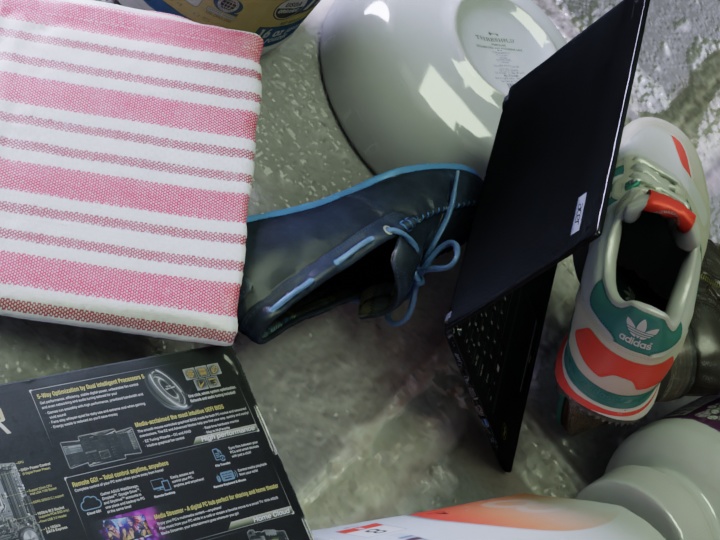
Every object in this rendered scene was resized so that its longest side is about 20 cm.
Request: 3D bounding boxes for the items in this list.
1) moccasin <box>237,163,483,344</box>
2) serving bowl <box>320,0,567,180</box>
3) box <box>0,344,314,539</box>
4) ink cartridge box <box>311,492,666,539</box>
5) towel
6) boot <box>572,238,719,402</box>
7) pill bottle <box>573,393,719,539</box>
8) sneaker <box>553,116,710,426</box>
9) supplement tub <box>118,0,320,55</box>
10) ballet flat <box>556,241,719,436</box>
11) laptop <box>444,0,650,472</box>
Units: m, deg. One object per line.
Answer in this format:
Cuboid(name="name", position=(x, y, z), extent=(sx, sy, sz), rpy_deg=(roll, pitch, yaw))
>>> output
Cuboid(name="moccasin", position=(0.000, 0.000, 0.940), extent=(0.199, 0.081, 0.068), rpy_deg=(-21, 58, -33))
Cuboid(name="serving bowl", position=(0.074, -0.120, 1.086), extent=(0.199, 0.066, 0.201), rpy_deg=(20, 51, -27))
Cuboid(name="box", position=(-0.115, 0.125, 0.780), extent=(0.199, 0.044, 0.161), rpy_deg=(-10, 67, -42))
Cuboid(name="ink cartridge box", position=(0.089, 0.142, 0.821), extent=(0.161, 0.199, 0.051), rpy_deg=(-3, 88, -39))
Cuboid(name="towel", position=(-0.126, -0.054, 0.879), extent=(0.145, 0.030, 0.201), rpy_deg=(9, 56, -9))
Cuboid(name="boot", position=(0.223, 0.009, 1.005), extent=(0.173, 0.069, 0.201), rpy_deg=(3, 51, -18))
Cuboid(name="pill bottle", position=(0.207, 0.128, 0.982), extent=(0.199, 0.112, 0.113), rpy_deg=(-19, 73, -44))
Cuboid(name="sneaker", position=(0.155, -0.020, 0.899), extent=(0.070, 0.094, 0.201), rpy_deg=(21, 51, 0))
Cuboid(name="supplement tub", position=(-0.050, -0.227, 0.964), extent=(0.144, 0.200, 0.146), rpy_deg=(20, 51, -26))
Cuboid(name="ballet flat", position=(0.181, 0.035, 1.048), extent=(0.067, 0.068, 0.200), rpy_deg=(16, 41, 20))
Cuboid(name="laptop", position=(0.114, -0.018, 0.938), extent=(0.201, 0.103, 0.178), rpy_deg=(65, 33, -44))
